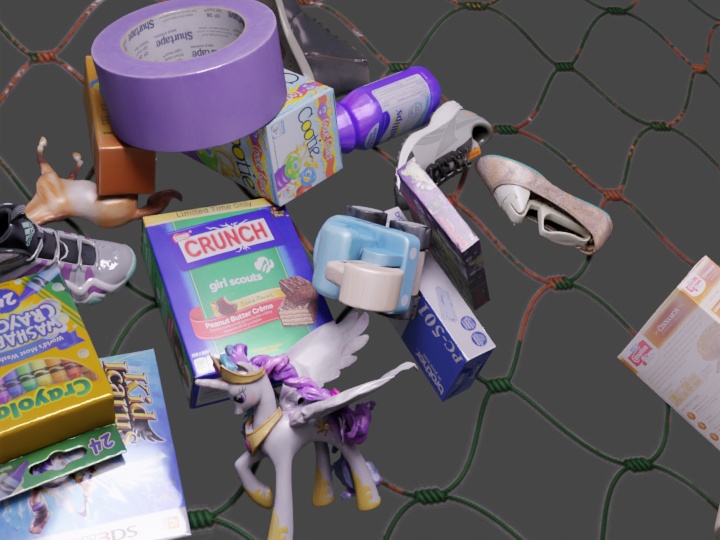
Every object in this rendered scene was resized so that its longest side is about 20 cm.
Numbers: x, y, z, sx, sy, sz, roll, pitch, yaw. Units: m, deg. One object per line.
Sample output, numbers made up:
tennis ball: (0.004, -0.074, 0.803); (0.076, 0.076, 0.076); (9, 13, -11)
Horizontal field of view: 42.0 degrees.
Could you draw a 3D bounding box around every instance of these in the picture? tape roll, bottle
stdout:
tape roll: (-0.180, -0.215, 1.003); (0.195, 0.086, 0.202); (-4, 38, 3)
bottle: (0.012, -0.199, 1.210); (0.198, 0.084, 0.066); (-26, 66, -30)

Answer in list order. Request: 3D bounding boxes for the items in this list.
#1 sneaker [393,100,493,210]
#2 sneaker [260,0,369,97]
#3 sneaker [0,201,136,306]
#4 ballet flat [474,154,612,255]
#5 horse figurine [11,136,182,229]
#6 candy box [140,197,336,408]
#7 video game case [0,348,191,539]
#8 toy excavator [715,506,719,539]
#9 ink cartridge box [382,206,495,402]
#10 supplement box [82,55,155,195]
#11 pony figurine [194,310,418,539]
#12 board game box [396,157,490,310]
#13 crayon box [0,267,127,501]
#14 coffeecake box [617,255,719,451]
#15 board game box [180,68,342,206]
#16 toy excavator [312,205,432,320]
sneaker: (0.103, -0.146, 1.194); (0.078, 0.075, 0.201); (22, 51, 23)
sneaker: (-0.066, -0.313, 1.282); (0.104, 0.075, 0.203); (-12, 69, -27)
sneaker: (-0.328, -0.024, 0.960); (0.196, 0.141, 0.079); (-10, 58, -21)
ballet flat: (0.229, -0.081, 1.201); (0.197, 0.068, 0.068); (26, 60, 6)
horse figurine: (-0.305, -0.089, 1.070); (0.195, 0.050, 0.134); (7, 47, -7)
candy box: (-0.133, 0.027, 1.018); (0.166, 0.078, 0.202); (-12, 59, -25)
video game case: (-0.268, 0.184, 0.894); (0.178, 0.046, 0.203); (-7, 58, -21)
toy excavator: (0.498, 0.297, 0.971); (0.200, 0.193, 0.101); (45, 52, -17)
ink cartridge box: (0.067, 0.036, 1.056); (0.044, 0.095, 0.202); (-21, 64, -27)
supplement box: (-0.280, -0.171, 1.080); (0.065, 0.070, 0.201); (-4, 41, -19)
pony figurine: (-0.045, 0.141, 0.893); (0.190, 0.204, 0.166); (-21, 18, -17)
board game box: (0.096, -0.035, 1.055); (0.032, 0.200, 0.121); (-31, 67, -1)
crayon box: (-0.312, 0.099, 0.881); (0.124, 0.052, 0.201); (-18, 56, -26)
coffeecake box: (0.415, 0.110, 1.063); (0.200, 0.155, 0.073); (44, 56, 16)
board game box: (-0.127, -0.173, 1.096); (0.102, 0.106, 0.198); (-34, 45, -31)
toy excavator: (0.000, 0.000, 0.929); (0.192, 0.102, 0.198); (19, 13, 38)
